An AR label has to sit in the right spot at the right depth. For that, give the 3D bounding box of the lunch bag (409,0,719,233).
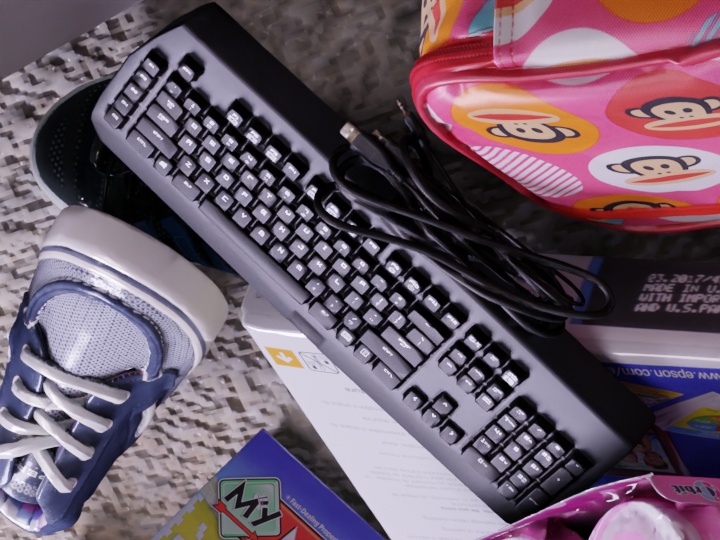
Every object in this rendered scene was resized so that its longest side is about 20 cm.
[{"bbox_3d":[0.128,-0.066,0.851,0.199,0.176,0.083,-5,71,27],"label":"lunch bag"}]

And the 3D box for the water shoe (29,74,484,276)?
[{"bbox_3d":[-0.043,-0.035,1.051,0.199,0.079,0.072,17,85,24],"label":"water shoe"}]

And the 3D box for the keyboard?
[{"bbox_3d":[0.000,0.000,0.896,0.200,0.040,0.104,42,134,-1],"label":"keyboard"}]

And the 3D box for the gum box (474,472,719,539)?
[{"bbox_3d":[0.086,0.120,0.935,0.200,0.113,0.067,-29,61,52],"label":"gum box"}]

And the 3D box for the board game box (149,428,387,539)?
[{"bbox_3d":[-0.012,0.175,1.117,0.200,0.135,0.029,41,161,14],"label":"board game box"}]

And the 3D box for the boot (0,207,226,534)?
[{"bbox_3d":[-0.104,0.045,1.080,0.072,0.091,0.200,28,164,3],"label":"boot"}]

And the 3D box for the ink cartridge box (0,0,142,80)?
[{"bbox_3d":[-0.178,-0.160,1.056,0.200,0.145,0.084,34,132,19],"label":"ink cartridge box"}]

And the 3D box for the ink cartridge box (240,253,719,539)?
[{"bbox_3d":[0.085,0.065,0.995,0.196,0.047,0.200,2,148,28],"label":"ink cartridge box"}]
